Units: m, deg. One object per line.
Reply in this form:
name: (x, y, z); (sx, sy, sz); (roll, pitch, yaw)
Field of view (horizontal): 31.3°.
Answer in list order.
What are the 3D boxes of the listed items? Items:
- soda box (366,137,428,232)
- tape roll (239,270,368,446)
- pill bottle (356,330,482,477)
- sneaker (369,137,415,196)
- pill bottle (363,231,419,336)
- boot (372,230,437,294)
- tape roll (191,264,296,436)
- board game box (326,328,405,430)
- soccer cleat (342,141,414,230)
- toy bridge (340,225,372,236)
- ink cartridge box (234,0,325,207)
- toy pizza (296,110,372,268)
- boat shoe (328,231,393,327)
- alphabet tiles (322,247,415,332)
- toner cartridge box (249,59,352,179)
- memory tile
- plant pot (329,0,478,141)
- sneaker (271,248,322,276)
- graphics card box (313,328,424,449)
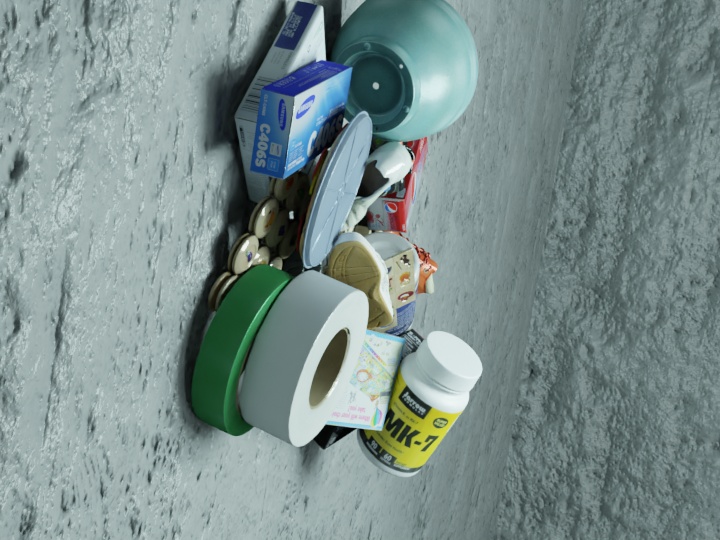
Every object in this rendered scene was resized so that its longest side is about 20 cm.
soda box: (0.057, -0.149, 1.964); (0.202, 0.062, 0.071); (-74, 163, -44)
tape roll: (-0.065, 0.104, 1.539); (0.203, 0.070, 0.204); (-56, 158, -35)
pill bottle: (0.086, 0.192, 1.860); (0.201, 0.114, 0.114); (-58, 173, 28)
sneaker: (0.039, -0.167, 1.876); (0.201, 0.081, 0.072); (-86, 173, -55)
pill bottle: (0.030, 0.042, 1.942); (0.201, 0.109, 0.112); (92, 17, -56)
boot: (0.068, -0.027, 2.029); (0.201, 0.105, 0.076); (78, 12, -52)
tape roll: (-0.129, 0.095, 1.530); (0.201, 0.048, 0.202); (-56, 160, -33)
board game box: (-0.014, 0.143, 1.749); (0.199, 0.034, 0.137); (18, 86, -59)
soccer cleat: (-0.008, -0.107, 1.710); (0.077, 0.070, 0.200); (-36, 178, -45)
toy bridge: (-0.019, -0.079, 1.868); (0.201, 0.027, 0.068); (72, 34, -60)
ink cartridge box: (-0.089, -0.184, 1.549); (0.201, 0.040, 0.201); (85, 23, -53)
toy pizza: (-0.036, -0.100, 1.556); (0.200, 0.031, 0.203); (22, 89, -81)
boat shoe: (0.000, 0.000, 1.710); (0.201, 0.070, 0.070); (72, 17, -56)
alphabet tiles: (-0.010, 0.043, 1.793); (0.198, 0.008, 0.169); (-24, 136, -19)
toner cartridge box: (-0.065, -0.177, 1.473); (0.200, 0.043, 0.096); (-46, 147, -64)
memory tile: (-0.111, -0.028, 1.537); (0.202, 0.017, 0.153); (-62, 162, -6)
plant pot: (0.039, -0.253, 1.665); (0.134, 0.197, 0.203); (-44, 142, -57)
sneaker: (-0.093, 0.042, 1.662); (0.079, 0.074, 0.203); (-66, 169, -78)
graphics card box: (0.013, 0.176, 1.921); (0.199, 0.051, 0.126); (-29, 154, -44)
